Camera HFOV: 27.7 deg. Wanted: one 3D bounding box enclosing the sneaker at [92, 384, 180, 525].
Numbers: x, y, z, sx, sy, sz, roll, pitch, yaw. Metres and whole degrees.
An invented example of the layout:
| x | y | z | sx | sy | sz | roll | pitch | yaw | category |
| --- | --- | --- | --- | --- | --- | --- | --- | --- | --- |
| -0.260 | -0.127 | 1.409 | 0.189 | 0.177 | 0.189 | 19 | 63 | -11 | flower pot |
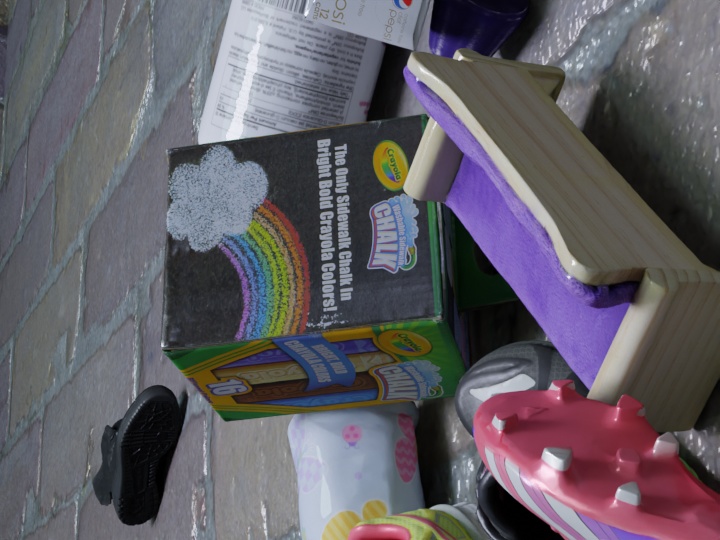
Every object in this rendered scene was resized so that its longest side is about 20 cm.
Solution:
| x | y | z | sx | sy | sz | roll | pitch | yaw | category |
| --- | --- | --- | --- | --- | --- | --- | --- | --- | --- |
| -0.232 | 0.176 | 1.479 | 0.105 | 0.059 | 0.202 | -121 | 39 | -50 | sneaker |

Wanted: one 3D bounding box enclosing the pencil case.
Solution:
| x | y | z | sx | sy | sz | roll | pitch | yaw | category |
| --- | --- | --- | --- | --- | --- | --- | --- | --- | --- |
| 0.003 | 0.175 | 0.864 | 0.091 | 0.082 | 0.203 | 94 | 172 | -61 | pencil case |

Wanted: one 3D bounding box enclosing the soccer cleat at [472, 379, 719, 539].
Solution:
| x | y | z | sx | sy | sz | roll | pitch | yaw | category |
| --- | --- | --- | --- | --- | --- | --- | --- | --- | --- |
| 0.118 | 0.107 | 0.546 | 0.199 | 0.066 | 0.078 | 25 | 125 | 38 | soccer cleat |

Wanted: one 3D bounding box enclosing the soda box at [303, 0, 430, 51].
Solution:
| x | y | z | sx | sy | sz | roll | pitch | yaw | category |
| --- | --- | --- | --- | --- | --- | --- | --- | --- | --- |
| 0.014 | -0.195 | 0.867 | 0.201 | 0.067 | 0.064 | -80 | 6 | -64 | soda box |

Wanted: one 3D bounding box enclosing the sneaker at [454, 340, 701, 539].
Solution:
| x | y | z | sx | sy | sz | roll | pitch | yaw | category |
| --- | --- | --- | --- | --- | --- | --- | --- | --- | --- |
| 0.087 | 0.085 | 0.674 | 0.200 | 0.083 | 0.078 | -137 | 57 | -63 | sneaker |

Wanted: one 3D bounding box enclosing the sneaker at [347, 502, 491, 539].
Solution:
| x | y | z | sx | sy | sz | roll | pitch | yaw | category |
| --- | --- | --- | --- | --- | --- | --- | --- | --- | --- |
| 0.049 | 0.181 | 0.736 | 0.200 | 0.089 | 0.079 | -145 | 65 | -64 | sneaker |

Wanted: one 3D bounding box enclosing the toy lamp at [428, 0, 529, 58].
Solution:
| x | y | z | sx | sy | sz | roll | pitch | yaw | category |
| --- | --- | --- | --- | --- | --- | --- | --- | --- | --- |
| 0.087 | -0.197 | 0.786 | 0.059 | 0.057 | 0.201 | -107 | 30 | -45 | toy lamp |

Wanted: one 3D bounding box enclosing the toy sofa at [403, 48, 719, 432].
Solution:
| x | y | z | sx | sy | sz | roll | pitch | yaw | category |
| --- | --- | --- | --- | --- | --- | --- | --- | --- | --- |
| 0.082 | -0.018 | 0.669 | 0.201 | 0.096 | 0.084 | 58 | 136 | 46 | toy sofa |

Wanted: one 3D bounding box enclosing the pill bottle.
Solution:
| x | y | z | sx | sy | sz | roll | pitch | yaw | category |
| --- | --- | --- | --- | --- | --- | --- | --- | --- | --- |
| -0.049 | -0.121 | 1.011 | 0.113 | 0.112 | 0.203 | -141 | 64 | -64 | pill bottle |

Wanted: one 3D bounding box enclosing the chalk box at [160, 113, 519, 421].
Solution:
| x | y | z | sx | sy | sz | roll | pitch | yaw | category |
| --- | --- | --- | --- | --- | --- | --- | --- | --- | --- |
| 0.000 | 0.000 | 0.820 | 0.124 | 0.197 | 0.127 | 66 | -159 | -65 | chalk box |
